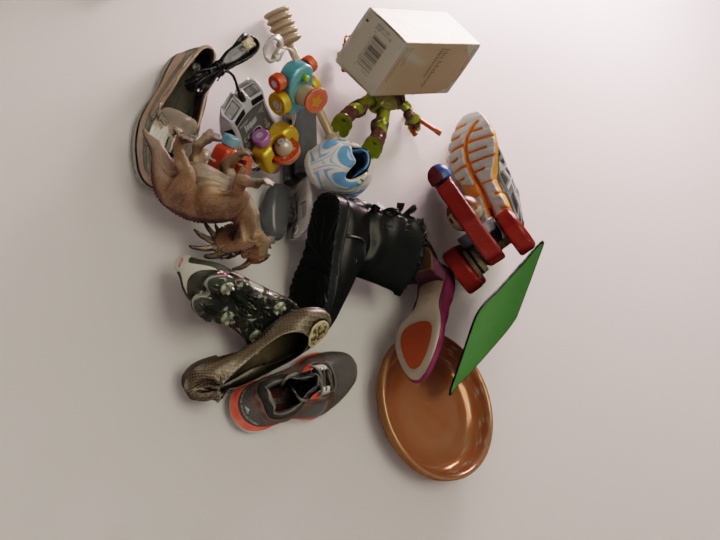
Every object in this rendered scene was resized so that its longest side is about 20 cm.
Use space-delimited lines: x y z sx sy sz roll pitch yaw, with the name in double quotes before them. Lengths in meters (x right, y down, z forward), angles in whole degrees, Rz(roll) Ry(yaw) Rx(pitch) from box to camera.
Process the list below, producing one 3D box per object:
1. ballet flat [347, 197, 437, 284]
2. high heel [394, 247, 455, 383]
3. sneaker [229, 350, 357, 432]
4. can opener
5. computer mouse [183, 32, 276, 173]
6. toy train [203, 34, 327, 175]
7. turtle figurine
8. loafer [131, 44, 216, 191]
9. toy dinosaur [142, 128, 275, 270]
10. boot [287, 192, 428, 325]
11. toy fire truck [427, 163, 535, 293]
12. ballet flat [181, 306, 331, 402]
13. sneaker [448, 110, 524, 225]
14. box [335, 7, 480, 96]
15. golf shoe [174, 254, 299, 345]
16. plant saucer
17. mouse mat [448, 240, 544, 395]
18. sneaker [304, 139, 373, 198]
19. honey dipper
"ballet flat" 0.033 -0.041 1.818 0.200 0.057 0.067 35 72 -35
"high heel" 0.096 0.073 1.773 0.096 0.067 0.200 51 40 -46
"sneaker" -0.061 0.142 1.623 0.200 0.082 0.077 -22 88 -45
"can opener" -0.085 -0.132 1.739 0.066 0.053 0.200 21 59 -35
"computer mouse" -0.151 -0.196 1.661 0.110 0.044 0.200 -49 150 -24
"toy train" -0.107 -0.175 1.644 0.150 0.056 0.200 16 103 -62
"turtle figurine" 0.035 -0.228 1.883 0.200 0.064 0.161 46 48 -19
"loafer" -0.220 -0.189 1.630 0.072 0.063 0.200 31 54 -29
"toy dinosaur" -0.181 -0.081 1.569 0.200 0.136 0.086 27 19 -6
"boot" -0.001 0.000 1.719 0.162 0.073 0.199 14 88 -44
"toy fire truck" 0.145 -0.069 1.852 0.168 0.112 0.200 53 7 3
"ballet flat" -0.112 0.101 1.572 0.200 0.046 0.067 -24 134 -27
"sneaker" 0.187 -0.135 1.988 0.077 0.078 0.200 -1 76 -57
"box" 0.067 -0.296 1.844 0.078 0.095 0.200 46 31 20
"golf shoe" -0.137 0.036 1.600 0.088 0.077 0.200 43 2 39
"plant saucer" 0.092 0.179 1.784 0.200 0.037 0.201 19 60 -37
"mouse mat" 0.179 0.062 1.796 0.008 0.161 0.200 30 43 18
"sneaker" -0.012 -0.132 1.756 0.200 0.072 0.072 -7 87 -74
"honey dipper" -0.073 -0.254 1.816 0.038 0.038 0.200 -25 93 -46
